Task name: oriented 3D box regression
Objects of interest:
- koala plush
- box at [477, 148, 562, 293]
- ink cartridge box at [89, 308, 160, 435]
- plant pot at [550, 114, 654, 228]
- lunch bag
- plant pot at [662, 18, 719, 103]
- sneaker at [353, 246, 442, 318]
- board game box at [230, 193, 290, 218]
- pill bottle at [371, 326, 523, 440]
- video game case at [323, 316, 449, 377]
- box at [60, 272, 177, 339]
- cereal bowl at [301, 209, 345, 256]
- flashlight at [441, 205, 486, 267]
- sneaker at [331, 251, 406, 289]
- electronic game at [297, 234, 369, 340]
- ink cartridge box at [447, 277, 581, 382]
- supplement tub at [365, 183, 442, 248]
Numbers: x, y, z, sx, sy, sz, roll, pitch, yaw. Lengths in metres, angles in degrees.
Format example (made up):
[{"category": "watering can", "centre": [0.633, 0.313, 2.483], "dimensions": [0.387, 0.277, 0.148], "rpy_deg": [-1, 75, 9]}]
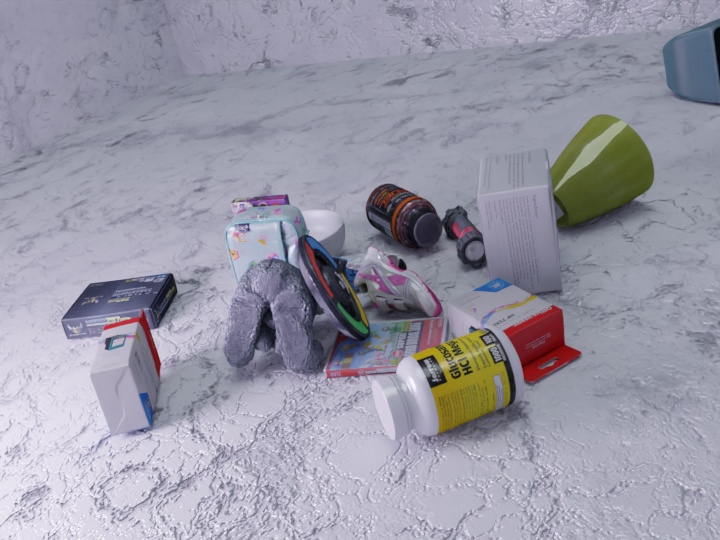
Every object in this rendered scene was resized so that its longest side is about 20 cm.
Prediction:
[{"category": "koala plush", "centre": [-0.128, 0.062, 1.421], "dimensions": [0.172, 0.189, 0.200], "rpy_deg": [5, 9, 13]}, {"category": "box", "centre": [0.290, -0.089, 1.484], "dimensions": [0.127, 0.205, 0.200], "rpy_deg": [-7, 25, 14]}, {"category": "ink cartridge box", "centre": [-0.383, 0.161, 1.350], "dimensions": [0.065, 0.119, 0.201], "rpy_deg": [-13, 24, -3]}, {"category": "plant pot", "centre": [0.458, -0.180, 1.658], "dimensions": [0.199, 0.190, 0.186], "rpy_deg": [-37, 32, -16]}, {"category": "lunch bag", "centre": [-0.166, -0.025, 1.554], "dimensions": [0.156, 0.205, 0.077], "rpy_deg": [-1, 28, 17]}, {"category": "plant pot", "centre": [0.941, -0.575, 2.223], "dimensions": [0.193, 0.201, 0.199], "rpy_deg": [-24, 19, -25]}, {"category": "sneaker", "centre": [0.065, 0.041, 1.472], "dimensions": [0.199, 0.081, 0.089], "rpy_deg": [33, 83, 40]}, {"category": "board game box", "centre": [-0.176, -0.048, 1.608], "dimensions": [0.117, 0.205, 0.032], "rpy_deg": [-5, 26, 16]}, {"category": "pill bottle", "centre": [0.120, 0.161, 1.145], "dimensions": [0.196, 0.115, 0.112], "rpy_deg": [-19, 26, -14]}, {"category": "video game case", "centre": [0.047, 0.127, 1.364], "dimensions": [0.195, 0.018, 0.144], "rpy_deg": [-6, 26, 14]}, {"category": "box", "centre": [-0.492, 0.072, 1.680], "dimensions": [0.194, 0.052, 0.159], "rpy_deg": [-8, 27, 9]}, {"category": "cereal bowl", "centre": [-0.122, -0.052, 1.731], "dimensions": [0.195, 0.085, 0.201], "rpy_deg": [-10, 25, 5]}, {"category": "flashlight", "centre": [0.207, -0.069, 1.650], "dimensions": [0.066, 0.070, 0.200], "rpy_deg": [-17, 20, -3]}, {"category": "sneaker", "centre": [0.000, 0.000, 1.604], "dimensions": [0.194, 0.077, 0.087], "rpy_deg": [-3, 13, 12]}, {"category": "electronic game", "centre": [-0.044, 0.028, 1.365], "dimensions": [0.041, 0.201, 0.201], "rpy_deg": [-32, 23, 10]}, {"category": "ink cartridge box", "centre": [0.241, 0.091, 1.291], "dimensions": [0.114, 0.069, 0.199], "rpy_deg": [-23, 28, -23]}, {"category": "supplement tub", "centre": [0.096, -0.113, 1.731], "dimensions": [0.105, 0.109, 0.199], "rpy_deg": [-21, 26, -20]}]
